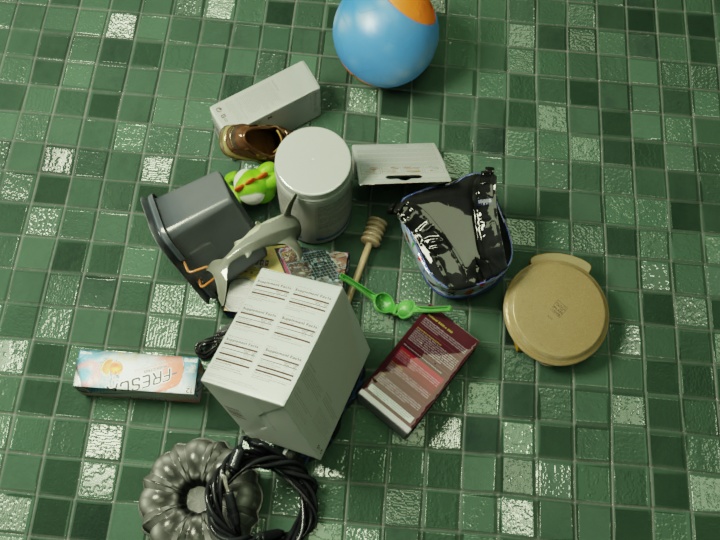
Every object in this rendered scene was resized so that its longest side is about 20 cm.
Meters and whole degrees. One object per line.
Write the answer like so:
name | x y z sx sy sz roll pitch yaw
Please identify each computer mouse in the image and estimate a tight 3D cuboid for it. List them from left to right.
computer mouse | -0.183 0.176 1.350 0.109 0.044 0.200 -31 68 -19

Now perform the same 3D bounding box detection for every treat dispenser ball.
treat dispenser ball | 0.047 -0.445 1.513 0.199 0.201 0.203 1 69 -2

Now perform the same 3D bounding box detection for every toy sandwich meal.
toy sandwich meal | 0.333 0.069 1.401 0.203 0.070 0.207 1 73 -3

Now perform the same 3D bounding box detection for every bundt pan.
bundt pan | -0.254 0.356 1.259 0.200 0.076 0.204 1 69 -1

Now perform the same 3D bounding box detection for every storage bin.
storage bin | -0.245 -0.056 1.327 0.134 0.200 0.146 -29 50 0

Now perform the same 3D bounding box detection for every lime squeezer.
lime squeezer | 0.062 0.050 1.370 0.198 0.071 0.038 17 45 17

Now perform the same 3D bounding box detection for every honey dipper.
honey dipper | 0.000 0.000 1.429 0.038 0.038 0.201 18 72 5

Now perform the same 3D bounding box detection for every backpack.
backpack | 0.168 -0.049 1.392 0.198 0.154 0.192 -20 69 2

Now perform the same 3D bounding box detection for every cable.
cable | -0.142 0.357 1.227 0.200 0.051 0.164 43 51 -26

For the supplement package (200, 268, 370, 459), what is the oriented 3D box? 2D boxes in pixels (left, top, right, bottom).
supplement package | -0.105 0.141 1.224 0.146 0.192 0.201 13 59 24

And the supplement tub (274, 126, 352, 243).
supplement tub | -0.078 -0.141 1.390 0.131 0.200 0.133 1 68 -2

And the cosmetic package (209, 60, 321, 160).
cosmetic package | -0.173 -0.295 1.501 0.199 0.102 0.074 -29 73 -11

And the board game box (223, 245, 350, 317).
board game box | -0.125 0.025 1.401 0.198 0.035 0.137 7 69 8

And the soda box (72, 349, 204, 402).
soda box | -0.361 0.174 1.326 0.198 0.068 0.064 4 68 -2

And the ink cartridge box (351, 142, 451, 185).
ink cartridge box | 0.069 -0.173 1.430 0.161 0.051 0.200 -2 30 -3

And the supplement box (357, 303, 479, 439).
supplement box | 0.096 0.168 1.352 0.109 0.061 0.200 38 73 12

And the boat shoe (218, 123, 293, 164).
boat shoe | -0.155 -0.223 1.441 0.199 0.067 0.073 0 90 -46

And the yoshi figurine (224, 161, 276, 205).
yoshi figurine | -0.227 -0.125 1.451 0.199 0.113 0.112 -28 31 2

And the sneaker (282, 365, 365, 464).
sneaker | -0.070 0.228 1.327 0.077 0.076 0.201 23 68 32

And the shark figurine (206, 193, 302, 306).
shark figurine | -0.140 -0.036 1.269 0.090 0.128 0.214 47 46 9
